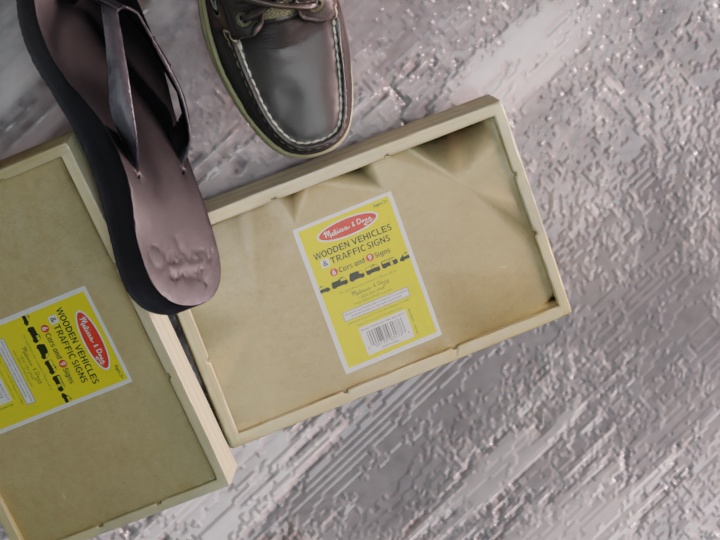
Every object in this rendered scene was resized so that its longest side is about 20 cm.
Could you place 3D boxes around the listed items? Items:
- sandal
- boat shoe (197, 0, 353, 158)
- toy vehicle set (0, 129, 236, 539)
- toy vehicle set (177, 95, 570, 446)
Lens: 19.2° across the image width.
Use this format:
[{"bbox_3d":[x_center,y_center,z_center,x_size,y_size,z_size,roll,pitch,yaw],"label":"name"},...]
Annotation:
[{"bbox_3d":[-0.110,-0.079,1.059,0.043,0.076,0.200,-22,91,38],"label":"sandal"},{"bbox_3d":[-0.050,-0.153,1.068,0.072,0.066,0.201,-15,97,-5],"label":"boat shoe"},{"bbox_3d":[-0.161,0.042,1.096,0.124,0.027,0.200,-21,106,11],"label":"toy vehicle set"},{"bbox_3d":[0.000,0.000,1.132,0.200,0.027,0.124,-21,105,-7],"label":"toy vehicle set"}]
